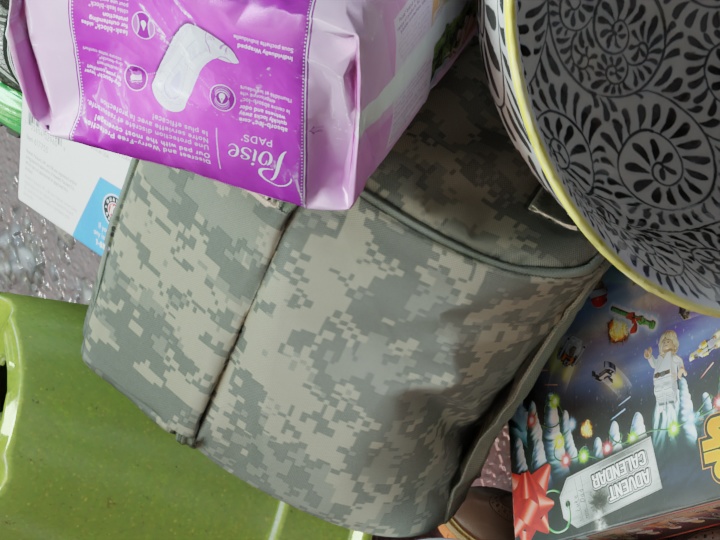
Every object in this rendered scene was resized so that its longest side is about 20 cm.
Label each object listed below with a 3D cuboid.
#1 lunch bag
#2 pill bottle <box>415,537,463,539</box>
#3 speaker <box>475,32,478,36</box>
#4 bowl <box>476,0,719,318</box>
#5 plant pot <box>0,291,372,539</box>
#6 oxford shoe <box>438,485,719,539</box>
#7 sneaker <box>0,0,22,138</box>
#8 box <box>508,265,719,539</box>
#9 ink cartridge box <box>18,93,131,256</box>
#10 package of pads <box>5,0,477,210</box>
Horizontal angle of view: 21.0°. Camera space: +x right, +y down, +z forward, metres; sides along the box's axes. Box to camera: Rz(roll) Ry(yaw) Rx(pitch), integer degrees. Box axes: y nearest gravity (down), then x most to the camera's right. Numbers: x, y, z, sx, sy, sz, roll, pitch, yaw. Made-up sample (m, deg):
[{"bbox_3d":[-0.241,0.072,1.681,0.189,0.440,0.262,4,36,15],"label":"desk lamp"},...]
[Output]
[{"bbox_3d":[0.000,0.000,0.757,0.167,0.139,0.201,37,136,9],"label":"lunch bag"},{"bbox_3d":[0.035,0.174,0.811,0.105,0.104,0.200,52,172,22],"label":"pill bottle"},{"bbox_3d":[0.087,-0.138,0.753,0.082,0.081,0.200,56,136,18],"label":"speaker"},{"bbox_3d":[0.108,-0.089,0.645,0.094,0.199,0.203,12,113,61],"label":"bowl"},{"bbox_3d":[-0.125,0.092,0.934,0.199,0.189,0.202,-23,56,40],"label":"plant pot"},{"bbox_3d":[0.115,0.109,0.833,0.199,0.071,0.074,8,87,45],"label":"oxford shoe"},{"bbox_3d":[-0.146,-0.105,1.043,0.200,0.078,0.086,42,125,19],"label":"sneaker"},{"bbox_3d":[0.134,0.025,0.745,0.199,0.040,0.138,-25,61,47],"label":"box"},{"bbox_3d":[-0.095,-0.111,0.871,0.116,0.067,0.202,30,122,44],"label":"ink cartridge box"},{"bbox_3d":[-0.018,-0.110,0.647,0.119,0.200,0.076,16,130,17],"label":"package of pads"}]
